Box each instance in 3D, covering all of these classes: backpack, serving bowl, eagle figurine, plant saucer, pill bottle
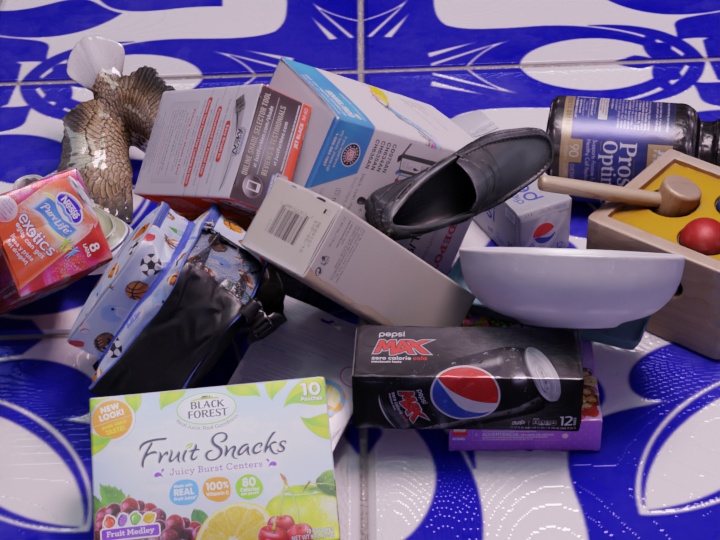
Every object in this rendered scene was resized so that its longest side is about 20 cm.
[{"bbox_3d":[-0.164,0.031,1.420,0.154,0.200,0.191,44,23,-4],"label":"backpack"},{"bbox_3d":[0.185,0.015,1.378,0.197,0.067,0.200,1,2,0],"label":"serving bowl"},{"bbox_3d":[-0.254,-0.153,1.723,0.149,0.153,0.201,9,28,-18],"label":"eagle figurine"},{"bbox_3d":[0.174,0.032,1.469,0.198,0.019,0.070,14,39,19],"label":"plant saucer"},{"bbox_3d":[0.297,-0.124,1.656,0.197,0.113,0.112,5,37,11],"label":"pill bottle"}]

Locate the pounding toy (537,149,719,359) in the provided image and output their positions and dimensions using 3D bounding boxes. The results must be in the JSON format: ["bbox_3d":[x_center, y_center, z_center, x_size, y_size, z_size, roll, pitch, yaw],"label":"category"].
[{"bbox_3d":[0.299,-0.037,1.514,0.199,0.144,0.184,25,44,32],"label":"pounding toy"}]

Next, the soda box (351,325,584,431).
[{"bbox_3d":[0.092,0.093,1.352,0.197,0.064,0.071,0,39,3],"label":"soda box"}]

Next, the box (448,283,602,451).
[{"bbox_3d":[0.147,0.085,1.446,0.135,0.039,0.201,0,37,2],"label":"box"}]

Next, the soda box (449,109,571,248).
[{"bbox_3d":[0.146,-0.092,1.663,0.068,0.064,0.200,-16,39,-18],"label":"soda box"}]

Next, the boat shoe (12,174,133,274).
[{"bbox_3d":[-0.301,-0.048,1.602,0.072,0.062,0.199,-44,38,-24],"label":"boat shoe"}]

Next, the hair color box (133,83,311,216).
[{"bbox_3d":[-0.135,-0.114,1.499,0.063,0.112,0.199,20,-7,-32],"label":"hair color box"}]

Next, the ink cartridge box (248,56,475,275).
[{"bbox_3d":[0.001,-0.093,1.535,0.198,0.149,0.145,12,22,-35],"label":"ink cartridge box"}]

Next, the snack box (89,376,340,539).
[{"bbox_3d":[-0.121,0.170,1.291,0.197,0.053,0.144,-5,65,-4],"label":"snack box"}]

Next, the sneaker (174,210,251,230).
[{"bbox_3d":[-0.119,-0.071,1.647,0.197,0.077,0.092,-8,32,-8],"label":"sneaker"}]

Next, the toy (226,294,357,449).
[{"bbox_3d":[-0.063,0.122,1.401,0.114,0.048,0.201,21,48,10],"label":"toy"}]

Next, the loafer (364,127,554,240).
[{"bbox_3d":[0.099,-0.078,1.453,0.199,0.069,0.070,-24,14,-16],"label":"loafer"}]

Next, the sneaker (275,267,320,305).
[{"bbox_3d":[-0.132,0.004,1.564,0.197,0.075,0.087,4,19,4],"label":"sneaker"}]

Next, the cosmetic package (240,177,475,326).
[{"bbox_3d":[0.000,0.000,1.406,0.103,0.199,0.074,26,85,48],"label":"cosmetic package"}]

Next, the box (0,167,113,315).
[{"bbox_3d":[-0.320,-0.021,1.489,0.099,0.096,0.200,-24,2,-27],"label":"box"}]
